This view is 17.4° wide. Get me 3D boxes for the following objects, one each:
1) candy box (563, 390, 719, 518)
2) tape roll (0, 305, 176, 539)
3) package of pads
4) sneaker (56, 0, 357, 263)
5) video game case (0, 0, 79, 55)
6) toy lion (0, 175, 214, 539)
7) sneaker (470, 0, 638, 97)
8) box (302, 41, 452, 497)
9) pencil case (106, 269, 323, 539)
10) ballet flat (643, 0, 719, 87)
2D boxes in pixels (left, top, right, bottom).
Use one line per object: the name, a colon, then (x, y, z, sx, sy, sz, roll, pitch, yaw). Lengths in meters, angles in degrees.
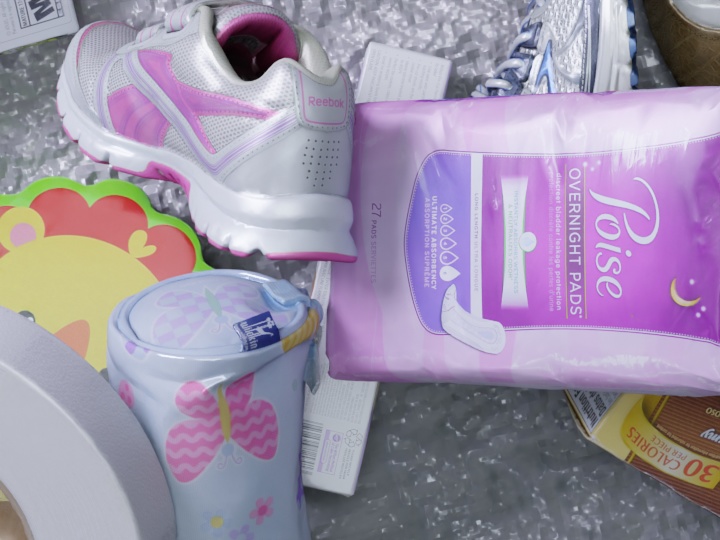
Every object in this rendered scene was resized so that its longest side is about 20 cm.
candy box: (0.193, 0.012, 1.005, 0.116, 0.057, 0.200, 30, 108, -23)
tape roll: (-0.174, 0.102, 0.963, 0.202, 0.037, 0.204, 8, 118, 15)
package of pads: (0.079, -0.012, 0.960, 0.199, 0.076, 0.121, 1, 92, 34)
sneaker: (-0.058, -0.075, 0.994, 0.081, 0.200, 0.089, 2, 111, -40)
video game case: (-0.225, -0.174, 0.998, 0.181, 0.036, 0.201, -20, 110, -26)
toy lion: (-0.162, 0.038, 1.048, 0.199, 0.069, 0.192, 28, 82, 1)
sneaker: (0.080, -0.073, 1.042, 0.085, 0.077, 0.201, -1, 88, 4)
box: (0.000, 0.000, 1.056, 0.041, 0.039, 0.201, 12, 89, -1)
pencil case: (-0.058, 0.100, 0.999, 0.091, 0.083, 0.201, -19, 119, -37)
ballet flat: (0.156, -0.171, 1.044, 0.068, 0.072, 0.201, -2, 89, 1)
